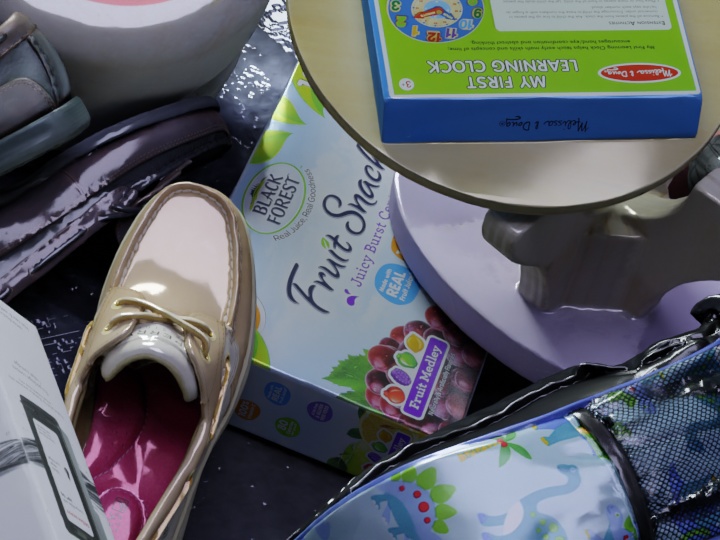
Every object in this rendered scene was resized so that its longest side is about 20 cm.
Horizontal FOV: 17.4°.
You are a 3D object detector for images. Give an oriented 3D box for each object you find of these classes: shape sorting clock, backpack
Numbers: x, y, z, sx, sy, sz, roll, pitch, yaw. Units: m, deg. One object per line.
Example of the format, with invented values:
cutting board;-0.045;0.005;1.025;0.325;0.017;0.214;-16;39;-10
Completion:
shape sorting clock;0.067;-0.109;1.015;0.198;0.039;0.201;5;54;-6
backpack;0.075;0.127;0.947;0.199;0.183;0.148;-16;70;-26

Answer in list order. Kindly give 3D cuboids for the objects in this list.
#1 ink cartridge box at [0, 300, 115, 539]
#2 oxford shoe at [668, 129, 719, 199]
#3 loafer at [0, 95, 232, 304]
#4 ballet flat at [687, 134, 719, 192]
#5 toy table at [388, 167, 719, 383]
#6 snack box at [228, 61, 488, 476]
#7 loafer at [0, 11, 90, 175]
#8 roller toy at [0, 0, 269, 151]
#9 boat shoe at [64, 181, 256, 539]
ink cartridge box;-0.159;0.115;0.917;0.116;0.068;0.201;-31;55;9
oxford shoe;0.140;-0.068;1.245;0.199;0.071;0.075;22;20;1
loafer;-0.137;-0.017;1.094;0.199;0.072;0.063;-27;82;-30
ballet flat;0.241;0.008;1.179;0.200;0.067;0.057;38;16;-2
toy table;0.106;-0.031;1.063;0.199;0.117;0.184;29;51;13
snack box;0.000;0.000;1.127;0.141;0.053;0.201;21;46;2
loafer;-0.220;-0.049;1.041;0.199;0.072;0.063;-26;100;-9
roller toy;-0.135;-0.157;1.147;0.199;0.140;0.184;-1;70;-16
boat shoe;-0.086;0.048;0.996;0.073;0.069;0.201;12;68;-1
